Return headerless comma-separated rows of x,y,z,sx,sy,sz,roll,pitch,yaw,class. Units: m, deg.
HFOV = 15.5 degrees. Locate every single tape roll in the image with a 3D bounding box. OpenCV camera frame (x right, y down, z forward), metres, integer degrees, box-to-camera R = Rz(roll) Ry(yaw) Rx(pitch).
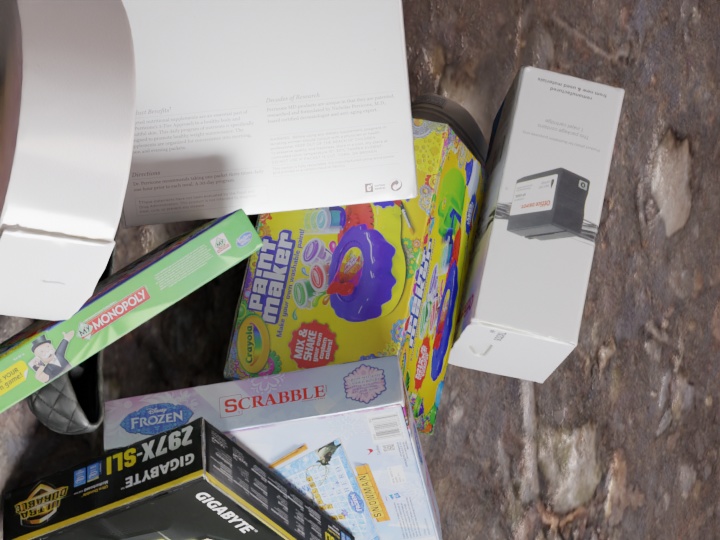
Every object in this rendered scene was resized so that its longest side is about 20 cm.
-0.195,-0.073,1.532,0.070,0.202,0.204,8,91,-25,tape roll

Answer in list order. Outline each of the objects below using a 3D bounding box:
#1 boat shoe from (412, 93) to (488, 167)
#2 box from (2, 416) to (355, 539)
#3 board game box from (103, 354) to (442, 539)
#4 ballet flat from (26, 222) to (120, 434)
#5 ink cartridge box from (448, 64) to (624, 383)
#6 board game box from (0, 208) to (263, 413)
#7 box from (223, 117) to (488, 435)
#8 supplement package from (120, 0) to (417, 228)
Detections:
0.086,-0.052,2.085,0.069,0.072,0.200,-59,141,-25,boat shoe
-0.117,0.181,1.745,0.200,0.159,0.050,44,34,-48,box
-0.055,0.141,1.777,0.201,0.198,0.041,76,7,-53,board game box
-0.176,0.007,1.715,0.066,0.057,0.202,1,97,-54,ballet flat
0.129,-0.031,1.968,0.145,0.083,0.202,115,-13,-75,ink cartridge box
-0.167,0.031,1.617,0.199,0.134,0.029,-33,95,-25,board game box
0.000,0.000,1.869,0.193,0.121,0.202,34,68,-76,box
-0.069,-0.152,1.678,0.147,0.190,0.202,-103,-173,-70,supplement package
